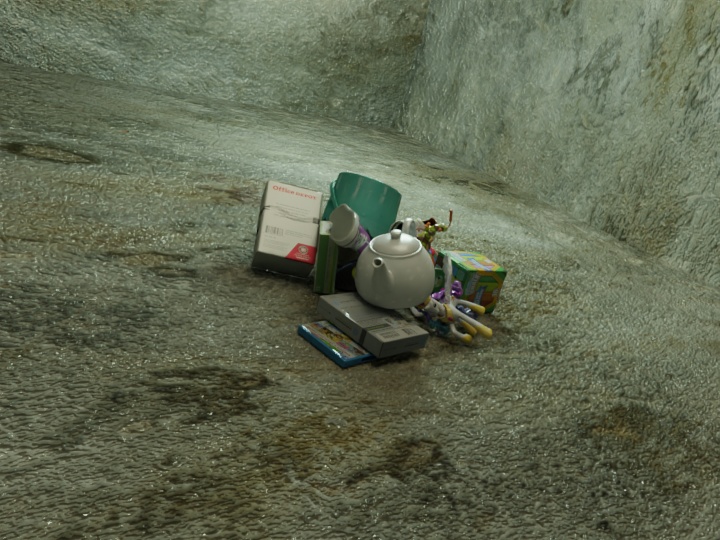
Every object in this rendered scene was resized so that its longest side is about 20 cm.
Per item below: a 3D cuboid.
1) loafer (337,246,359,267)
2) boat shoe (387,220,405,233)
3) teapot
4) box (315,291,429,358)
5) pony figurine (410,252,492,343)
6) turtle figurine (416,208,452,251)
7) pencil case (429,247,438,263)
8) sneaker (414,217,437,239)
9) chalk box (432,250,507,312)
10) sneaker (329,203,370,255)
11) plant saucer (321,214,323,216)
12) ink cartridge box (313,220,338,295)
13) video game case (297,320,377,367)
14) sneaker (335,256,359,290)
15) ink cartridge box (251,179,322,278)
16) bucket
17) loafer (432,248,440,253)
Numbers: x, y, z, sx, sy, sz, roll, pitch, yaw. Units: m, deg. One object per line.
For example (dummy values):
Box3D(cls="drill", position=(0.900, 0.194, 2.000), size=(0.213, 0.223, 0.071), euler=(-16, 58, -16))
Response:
Box3D(cls="loafer", position=(-0.016, -0.057, 1.885), size=(0.075, 0.069, 0.199), euler=(24, 21, 17))
Box3D(cls="boat shoe", position=(0.077, -0.021, 1.668), size=(0.069, 0.205, 0.064), euler=(10, 3, -3))
Box3D(cls="teapot", position=(0.078, -0.021, 1.526), size=(0.193, 0.149, 0.200), euler=(-10, 27, -21))
Box3D(cls="box", position=(0.024, 0.109, 1.470), size=(0.199, 0.042, 0.154), euler=(34, 24, 35))
Box3D(cls="pony figurine", position=(0.206, 0.079, 1.640), size=(0.197, 0.168, 0.194), euler=(29, 24, -15))
Box3D(cls="turtle figurine", position=(0.155, -0.060, 1.690), size=(0.064, 0.200, 0.163), euler=(29, 55, -7))
Box3D(cls="pencil case", position=(0.141, -0.045, 1.877), size=(0.088, 0.089, 0.199), euler=(34, 0, 39))
Box3D(cls="sneaker", position=(0.135, -0.110, 1.982), size=(0.197, 0.086, 0.073), euler=(-19, 52, -29))
Box3D(cls="chalk box", position=(0.264, 0.030, 1.821), size=(0.197, 0.127, 0.124), euler=(0, 26, -38))
Box3D(cls="sneaker", position=(-0.010, -0.075, 1.554), size=(0.115, 0.072, 0.201), euler=(52, 11, -19))
Box3D(cls="plant saucer", position=(-0.068, -0.138, 2.010), size=(0.195, 0.030, 0.201), euler=(-8, 17, 2))
Box3D(cls="ink cartridge box", position=(-0.080, -0.014, 1.596), size=(0.047, 0.149, 0.201), euler=(6, 21, -3))
Box3D(cls="video game case", position=(-0.016, 0.142, 1.438), size=(0.142, 0.018, 0.198), euler=(33, 24, 34))
Box3D(cls="sneaker", position=(0.000, 0.000, 1.742), size=(0.198, 0.067, 0.078), euler=(-27, 13, -34))
Box3D(cls="ink cartridge box", position=(-0.177, -0.101, 1.678), size=(0.142, 0.084, 0.204), euler=(12, 61, -14))
Box3D(cls="bucket", position=(0.004, -0.154, 1.757), size=(0.203, 0.138, 0.207), euler=(19, -5, 2))
Box3D(cls="loafer", position=(0.244, -0.009, 2.004), size=(0.197, 0.074, 0.071), euler=(25, 9, 7))
